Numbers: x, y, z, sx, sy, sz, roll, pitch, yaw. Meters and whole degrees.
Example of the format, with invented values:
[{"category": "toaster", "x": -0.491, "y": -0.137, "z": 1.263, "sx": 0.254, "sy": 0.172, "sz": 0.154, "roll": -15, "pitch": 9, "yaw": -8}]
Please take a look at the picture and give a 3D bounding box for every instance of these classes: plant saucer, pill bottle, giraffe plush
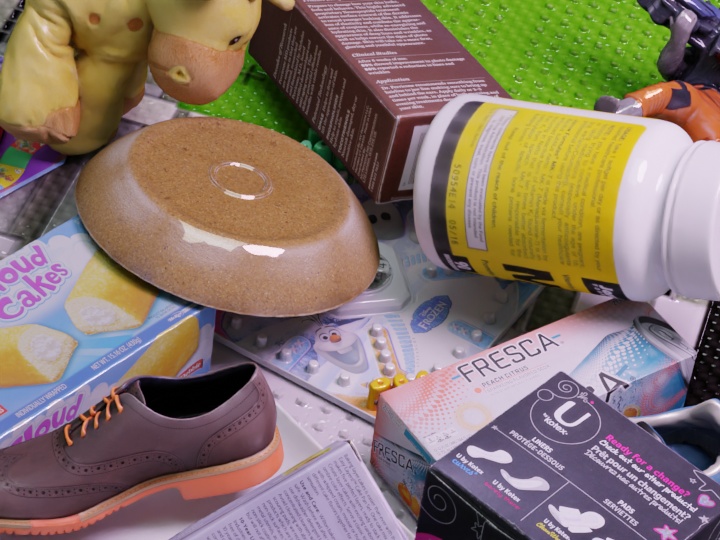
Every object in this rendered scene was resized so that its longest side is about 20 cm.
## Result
[{"category": "plant saucer", "x": -0.079, "y": -0.044, "z": 1.758, "sx": 0.199, "sy": 0.036, "sz": 0.201, "roll": 13, "pitch": 32, "yaw": -8}, {"category": "pill bottle", "x": 0.143, "y": -0.043, "z": 1.729, "sx": 0.199, "sy": 0.115, "sz": 0.114, "roll": 10, "pitch": 40, "yaw": 28}, {"category": "giraffe plush", "x": -0.133, "y": -0.168, "z": 1.808, "sx": 0.161, "sy": 0.201, "sz": 0.173, "roll": 8, "pitch": 32, "yaw": 19}]

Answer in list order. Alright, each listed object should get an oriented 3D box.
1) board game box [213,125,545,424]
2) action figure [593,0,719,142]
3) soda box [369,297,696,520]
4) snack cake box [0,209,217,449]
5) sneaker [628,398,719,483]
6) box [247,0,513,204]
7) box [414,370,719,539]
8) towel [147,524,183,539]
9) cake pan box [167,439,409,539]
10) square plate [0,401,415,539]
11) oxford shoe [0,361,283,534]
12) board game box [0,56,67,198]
[{"category": "board game box", "x": 0.000, "y": 0.000, "z": 1.801, "sx": 0.199, "sy": 0.026, "sz": 0.200, "roll": 27, "pitch": 47, "yaw": 19}, {"category": "action figure", "x": 0.213, "y": -0.128, "z": 1.914, "sx": 0.200, "sy": 0.105, "sz": 0.193, "roll": 44, "pitch": 44, "yaw": 1}, {"category": "soda box", "x": 0.105, "y": 0.084, "z": 1.702, "sx": 0.199, "sy": 0.064, "sz": 0.068, "roll": -22, "pitch": 51, "yaw": -27}, {"category": "snack cake box", "x": -0.197, "y": 0.054, "z": 1.685, "sx": 0.115, "sy": 0.067, "sz": 0.200, "roll": 36, "pitch": 50, "yaw": 26}, {"category": "sneaker", "x": 0.140, "y": 0.127, "z": 1.657, "sx": 0.199, "sy": 0.073, "sz": 0.072, "roll": -22, "pitch": 52, "yaw": -26}, {"category": "box", "x": 0.013, "y": -0.129, "z": 1.878, "sx": 0.100, "sy": 0.075, "sz": 0.200, "roll": -6, "pitch": 39, "yaw": -29}, {"category": "box", "x": 0.107, "y": 0.180, "z": 1.502, "sx": 0.132, "sy": 0.201, "sz": 0.115, "roll": 35, "pitch": 50, "yaw": 26}, {"category": "towel", "x": -0.104, "y": 0.218, "z": 1.552, "sx": 0.148, "sy": 0.037, "sz": 0.200, "roll": 35, "pitch": 50, "yaw": 27}, {"category": "cake pan box", "x": -0.035, "y": 0.217, "z": 1.444, "sx": 0.184, "sy": 0.052, "sz": 0.201, "roll": -32, "pitch": 90, "yaw": -6}, {"category": "square plate", "x": -0.098, "y": 0.151, "z": 1.571, "sx": 0.199, "sy": 0.029, "sz": 0.198, "roll": -22, "pitch": 37, "yaw": -23}, {"category": "oxford shoe", "x": -0.145, "y": 0.094, "z": 1.571, "sx": 0.199, "sy": 0.073, "sz": 0.071, "roll": -13, "pitch": 35, "yaw": -11}, {"category": "board game box", "x": -0.292, "y": -0.102, "z": 1.852, "sx": 0.200, "sy": 0.039, "sz": 0.158, "roll": -32, "pitch": 56, "yaw": -34}]
